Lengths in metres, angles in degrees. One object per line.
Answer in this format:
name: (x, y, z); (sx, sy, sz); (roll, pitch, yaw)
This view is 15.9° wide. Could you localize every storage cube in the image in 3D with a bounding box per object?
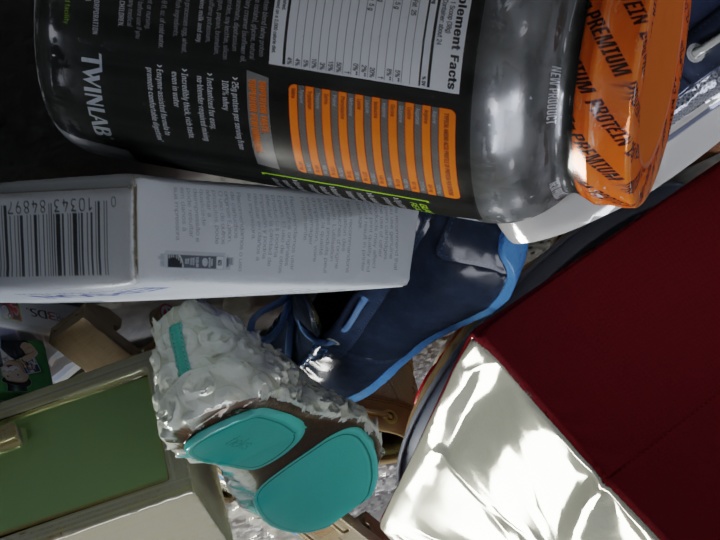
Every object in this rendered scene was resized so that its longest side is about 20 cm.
storage cube: (0.142, 0.086, 1.136); (0.179, 0.171, 0.200); (-33, 160, -30)

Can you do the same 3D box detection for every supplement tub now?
supplement tub: (0.003, -0.084, 0.849); (0.199, 0.123, 0.123); (10, 155, 14)

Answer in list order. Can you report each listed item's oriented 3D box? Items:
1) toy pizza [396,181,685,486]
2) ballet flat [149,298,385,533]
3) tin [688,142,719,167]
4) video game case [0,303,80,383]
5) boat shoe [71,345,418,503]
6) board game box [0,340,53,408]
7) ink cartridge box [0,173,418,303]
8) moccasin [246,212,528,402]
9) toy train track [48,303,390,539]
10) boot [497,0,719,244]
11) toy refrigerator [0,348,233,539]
toy pizza: (0.085, 0.031, 1.225); (0.200, 0.032, 0.201); (-38, 156, -20)
ballet flat: (-0.040, 0.056, 1.075); (0.071, 0.072, 0.200); (-22, 159, 6)
tin: (0.123, -0.081, 1.096); (0.199, 0.042, 0.112); (-24, 155, 10)
video game case: (-0.241, 0.063, 1.147); (0.182, 0.023, 0.200); (13, 138, -44)
boat shoe: (-0.062, 0.074, 1.225); (0.199, 0.067, 0.074); (-10, 150, -15)
board game box: (-0.236, 0.094, 1.152); (0.134, 0.029, 0.200); (0, 147, -32)
ink cartridge box: (-0.085, -0.009, 0.965); (0.199, 0.041, 0.199); (-2, 179, 40)
moccasin: (0.000, 0.000, 1.119); (0.068, 0.081, 0.200); (23, 147, -21)
toy train track: (-0.059, 0.073, 1.169); (0.114, 0.033, 0.200); (-34, 121, 27)
boot: (0.120, -0.098, 1.005); (0.199, 0.073, 0.091); (-33, 106, 6)
toy refrigerator: (-0.162, 0.108, 1.099); (0.199, 0.076, 0.070); (-19, 145, 5)
